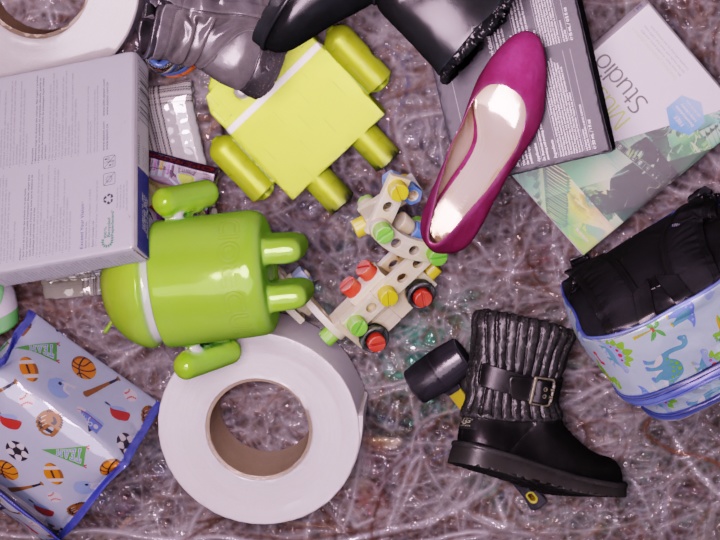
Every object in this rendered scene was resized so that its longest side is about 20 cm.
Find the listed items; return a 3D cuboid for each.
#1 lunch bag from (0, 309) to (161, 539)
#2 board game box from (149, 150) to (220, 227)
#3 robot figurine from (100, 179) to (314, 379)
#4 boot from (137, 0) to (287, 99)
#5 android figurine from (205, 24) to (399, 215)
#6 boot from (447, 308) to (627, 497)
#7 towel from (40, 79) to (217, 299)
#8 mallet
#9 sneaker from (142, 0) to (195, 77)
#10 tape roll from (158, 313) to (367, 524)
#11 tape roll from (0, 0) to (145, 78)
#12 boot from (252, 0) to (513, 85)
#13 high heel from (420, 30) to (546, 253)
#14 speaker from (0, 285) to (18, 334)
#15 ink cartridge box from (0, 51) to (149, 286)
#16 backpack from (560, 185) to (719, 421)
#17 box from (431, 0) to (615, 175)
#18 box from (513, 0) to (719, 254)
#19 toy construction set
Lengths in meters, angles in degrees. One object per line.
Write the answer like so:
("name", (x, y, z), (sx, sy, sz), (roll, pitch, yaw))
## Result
("lunch bag", (-0.323, 0.171, 1.542), (0.170, 0.124, 0.200), (39, 127, -8))
("board game box", (-0.242, -0.063, 1.489), (0.199, 0.032, 0.121), (14, 110, 3))
("robot figurine", (-0.146, 0.008, 1.422), (0.199, 0.116, 0.176), (-7, 99, 6))
("boot", (-0.113, -0.263, 1.381), (0.131, 0.070, 0.201), (22, 78, -23))
("android figurine", (-0.062, -0.153, 1.468), (0.182, 0.041, 0.200), (-40, 101, 11))
("boot", (0.185, 0.132, 1.513), (0.211, 0.079, 0.159), (20, 76, -30))
("towel", (-0.235, -0.072, 1.510), (0.192, 0.035, 0.201), (-8, 106, 6))
("mallet", (0.114, 0.163, 1.550), (0.066, 0.041, 0.200), (-27, 106, 10))
("sneaker", (-0.156, -0.269, 1.425), (0.075, 0.078, 0.201), (12, 107, 0))
("tape roll", (-0.095, 0.145, 1.541), (0.201, 0.071, 0.203), (1, 105, 4))
("tape roll", (-0.300, -0.272, 1.457), (0.202, 0.037, 0.204), (1, 106, 3))
("boot", (0.026, -0.224, 1.333), (0.162, 0.073, 0.198), (41, 91, 2))
("high heel", (0.103, -0.109, 1.329), (0.067, 0.096, 0.201), (29, 102, 9))
("speaker", (-0.397, -0.031, 1.508), (0.088, 0.088, 0.201), (-15, 104, 8))
("ink cartridge box", (-0.288, -0.088, 1.415), (0.199, 0.043, 0.197), (-9, 68, 15))
("backpack", (0.290, 0.043, 1.414), (0.183, 0.200, 0.147), (-30, 104, 11))
("box", (0.138, -0.188, 1.400), (0.141, 0.079, 0.201), (-12, 93, 12))
("box", (0.236, -0.131, 1.455), (0.200, 0.036, 0.144), (-41, 99, 15))
("toy construction set", (0.000, 0.000, 1.481), (0.200, 0.092, 0.131), (-35, 125, 21))
